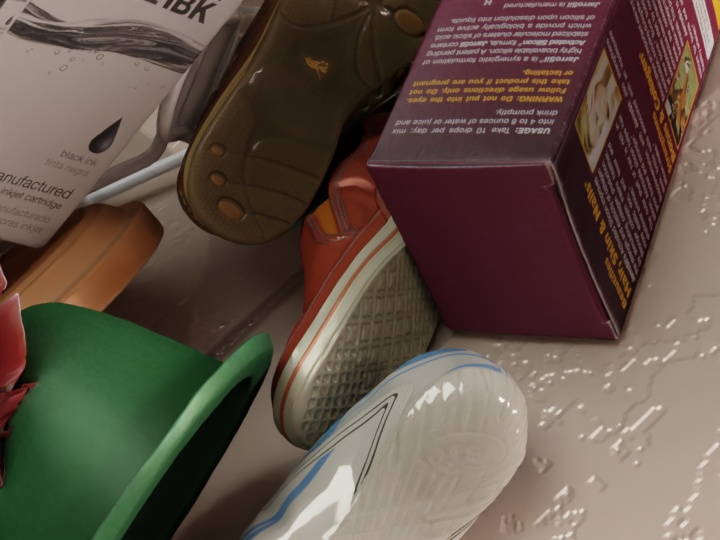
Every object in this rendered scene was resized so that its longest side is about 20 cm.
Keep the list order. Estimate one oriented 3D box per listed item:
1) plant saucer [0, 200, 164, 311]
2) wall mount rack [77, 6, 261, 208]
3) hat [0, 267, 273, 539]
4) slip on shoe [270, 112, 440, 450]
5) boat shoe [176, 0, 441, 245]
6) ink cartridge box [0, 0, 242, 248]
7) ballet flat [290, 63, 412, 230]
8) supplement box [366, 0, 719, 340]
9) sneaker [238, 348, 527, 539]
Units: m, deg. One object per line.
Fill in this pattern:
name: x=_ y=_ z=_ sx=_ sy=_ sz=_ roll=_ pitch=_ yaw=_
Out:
plant saucer: x=-0.176 y=0.032 z=0.918 sx=0.200 sy=0.032 sz=0.200 roll=-37 pitch=13 yaw=10
wall mount rack: x=-0.099 y=-0.083 z=0.972 sx=0.074 sy=0.200 sz=0.175 roll=28 pitch=100 yaw=7
hat: x=-0.146 y=0.042 z=0.798 sx=0.175 sy=0.166 sz=0.201 roll=33 pitch=96 yaw=5
slip on shoe: x=0.000 y=0.000 z=0.887 sx=0.061 sy=0.074 sz=0.201 roll=4 pitch=46 yaw=22
boat shoe: x=-0.020 y=-0.102 z=0.914 sx=0.201 sy=0.072 sz=0.068 roll=-55 pitch=21 yaw=-8
ink cartridge box: x=-0.140 y=-0.118 z=0.829 sx=0.200 sy=0.144 sz=0.084 roll=-49 pitch=54 yaw=20
ballet flat: x=0.013 y=-0.098 z=0.981 sx=0.200 sy=0.069 sz=0.068 roll=-41 pitch=41 yaw=-12
supplement box: x=0.088 y=-0.082 z=0.889 sx=0.085 sy=0.111 sz=0.201 roll=2 pitch=50 yaw=28
sneaker: x=-0.013 y=0.111 z=0.804 sx=0.200 sy=0.072 sz=0.072 roll=-43 pitch=8 yaw=-5
